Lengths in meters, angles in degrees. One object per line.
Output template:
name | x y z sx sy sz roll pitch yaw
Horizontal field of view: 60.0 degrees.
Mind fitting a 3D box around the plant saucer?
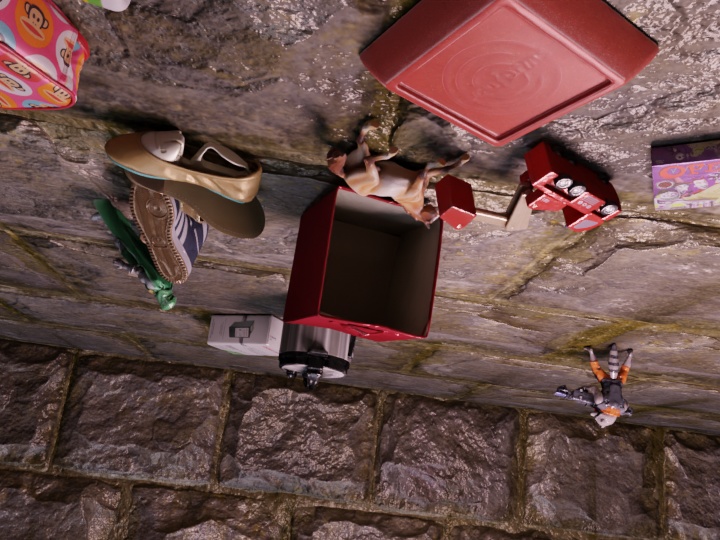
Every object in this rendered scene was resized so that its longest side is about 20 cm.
plant saucer | 0.128 -0.184 0.569 0.198 0.037 0.198 19 158 -30

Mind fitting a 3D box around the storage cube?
storage cube | 0.000 0.000 0.917 0.168 0.204 0.179 13 167 -20

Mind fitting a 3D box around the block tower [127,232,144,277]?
block tower | -0.403 -0.031 1.187 0.057 0.055 0.200 14 160 -20

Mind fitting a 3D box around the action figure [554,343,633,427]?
action figure | 0.587 0.284 1.534 0.196 0.197 0.105 7 161 0

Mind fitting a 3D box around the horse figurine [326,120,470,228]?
horse figurine | 0.038 -0.119 0.773 0.197 0.051 0.132 12 156 -23

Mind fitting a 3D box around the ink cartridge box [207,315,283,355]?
ink cartridge box | -0.298 0.182 1.728 0.197 0.086 0.146 -1 160 23

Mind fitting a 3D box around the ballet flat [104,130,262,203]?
ballet flat | -0.218 -0.145 0.795 0.197 0.069 0.063 14 133 -29

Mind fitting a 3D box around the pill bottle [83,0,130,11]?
pill bottle | -0.236 -0.250 0.384 0.197 0.113 0.111 14 161 -19

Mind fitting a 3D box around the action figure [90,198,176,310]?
action figure | -0.363 -0.018 1.020 0.055 0.201 0.118 -40 167 2

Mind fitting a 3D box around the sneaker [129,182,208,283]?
sneaker | -0.293 -0.090 0.972 0.069 0.109 0.202 6 131 10

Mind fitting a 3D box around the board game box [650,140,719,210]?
board game box | 0.433 -0.110 0.694 0.197 0.033 0.120 -3 155 27

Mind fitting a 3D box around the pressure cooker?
pressure cooker | -0.105 0.176 1.457 0.176 0.204 0.175 -7 157 34

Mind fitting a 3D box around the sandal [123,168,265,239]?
sandal | -0.235 -0.113 0.887 0.210 0.079 0.069 26 174 -31

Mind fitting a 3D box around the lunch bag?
lunch bag | -0.369 -0.223 0.560 0.173 0.083 0.200 2 162 16

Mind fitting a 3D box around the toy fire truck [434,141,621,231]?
toy fire truck | 0.204 -0.085 0.756 0.198 0.049 0.141 19 142 -33
